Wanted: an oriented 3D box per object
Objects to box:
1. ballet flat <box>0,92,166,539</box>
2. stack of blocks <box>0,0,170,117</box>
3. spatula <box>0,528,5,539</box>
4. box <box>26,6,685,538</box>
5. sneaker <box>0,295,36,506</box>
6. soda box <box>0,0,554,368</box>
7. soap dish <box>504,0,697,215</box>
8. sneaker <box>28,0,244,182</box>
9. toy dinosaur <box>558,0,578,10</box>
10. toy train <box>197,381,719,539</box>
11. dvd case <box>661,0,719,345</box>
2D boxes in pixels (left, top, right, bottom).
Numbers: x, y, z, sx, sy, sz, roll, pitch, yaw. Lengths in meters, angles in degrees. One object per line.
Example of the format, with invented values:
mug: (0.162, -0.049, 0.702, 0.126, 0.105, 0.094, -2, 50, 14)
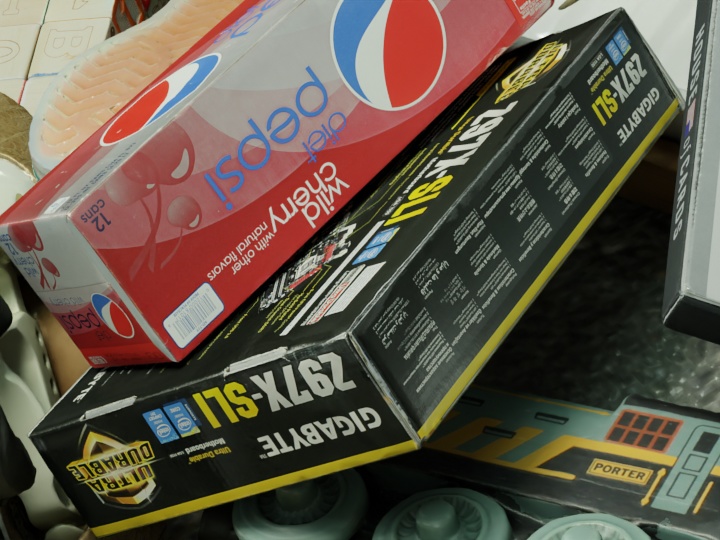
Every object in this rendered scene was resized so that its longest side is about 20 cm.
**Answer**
ballet flat: (-0.122, 0.022, 1.013, 0.068, 0.072, 0.201, -19, 77, 12)
stack of blocks: (-0.109, -0.110, 1.146, 0.058, 0.115, 0.201, -3, 51, 17)
spatula: (-0.170, 0.016, 1.003, 0.056, 0.201, 0.021, -26, 6, -12)
box: (0.000, 0.000, 0.971, 0.159, 0.049, 0.200, -17, 23, 42)
sneaker: (-0.164, 0.079, 0.920, 0.111, 0.077, 0.201, -1, 60, 11)
soda box: (-0.027, -0.054, 0.970, 0.200, 0.064, 0.070, -43, 17, -24)
soap dish: (0.113, -0.099, 1.083, 0.199, 0.081, 0.158, 22, 61, 32)
sneaker: (-0.054, -0.057, 1.072, 0.071, 0.080, 0.200, 7, 31, 25)
toy dinosaur: (0.143, -0.178, 1.025, 0.058, 0.101, 0.201, 27, 72, 3)
toy train: (0.047, 0.087, 0.953, 0.199, 0.086, 0.114, 10, 41, 29)
dvd case: (0.200, -0.016, 0.952, 0.199, 0.025, 0.151, 18, 52, -8)
